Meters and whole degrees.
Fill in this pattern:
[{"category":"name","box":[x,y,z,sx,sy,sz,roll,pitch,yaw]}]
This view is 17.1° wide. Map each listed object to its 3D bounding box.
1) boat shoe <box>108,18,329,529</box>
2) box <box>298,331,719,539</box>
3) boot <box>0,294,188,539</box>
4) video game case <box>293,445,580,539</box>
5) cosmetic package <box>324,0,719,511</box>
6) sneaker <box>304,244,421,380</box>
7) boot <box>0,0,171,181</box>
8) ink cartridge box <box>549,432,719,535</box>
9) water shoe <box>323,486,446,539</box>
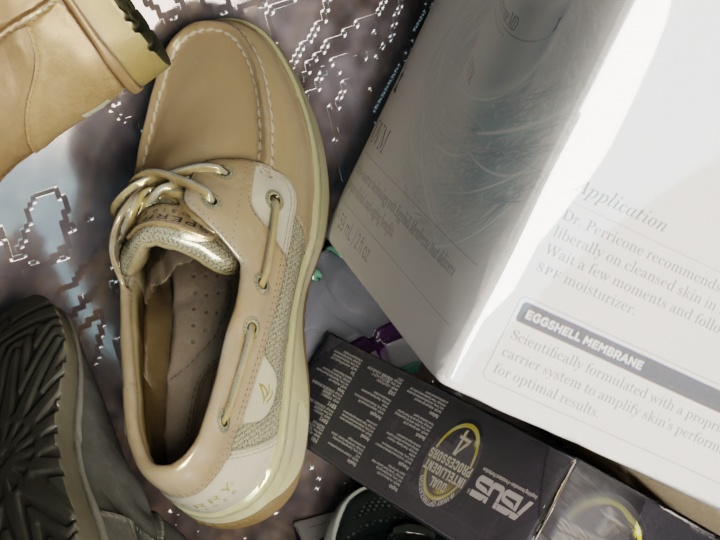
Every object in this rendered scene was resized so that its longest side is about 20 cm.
[{"category":"boat shoe","box":[-0.057,-0.010,0.870,0.072,0.065,0.201,-11,65,23]},{"category":"box","box":[0.077,0.093,0.836,0.161,0.200,0.049,33,86,-26]},{"category":"boot","box":[-0.066,0.121,0.897,0.072,0.182,0.200,-36,131,21]},{"category":"video game case","box":[0.080,0.177,1.013,0.180,0.036,0.201,-16,107,-8]},{"category":"cosmetic package","box":[0.096,-0.056,0.808,0.122,0.199,0.201,25,98,-16]},{"category":"sneaker","box":[0.000,0.000,0.941,0.199,0.074,0.088,-15,96,-19]},{"category":"boot","box":[-0.194,-0.080,0.873,0.200,0.066,0.176,-35,100,4]},{"category":"ink cartridge box","box":[0.196,0.056,0.960,0.200,0.075,0.165,39,85,-27]},{"category":"water shoe","box":[0.034,0.141,0.876,0.071,0.201,0.079,3,131,-16]}]
